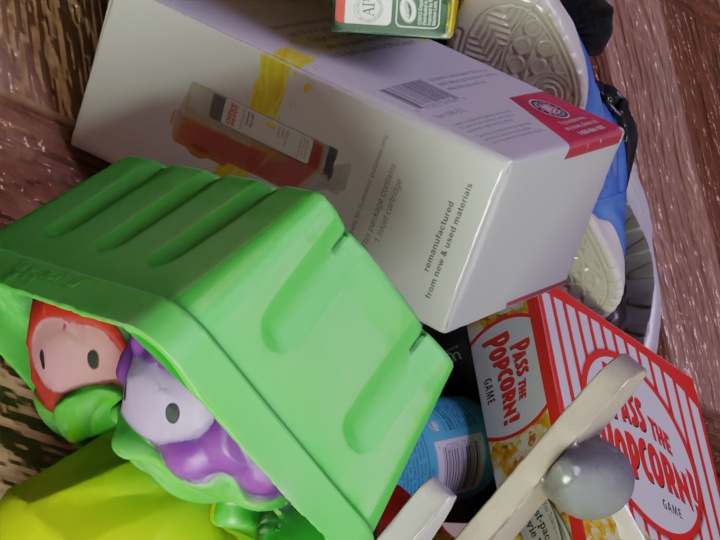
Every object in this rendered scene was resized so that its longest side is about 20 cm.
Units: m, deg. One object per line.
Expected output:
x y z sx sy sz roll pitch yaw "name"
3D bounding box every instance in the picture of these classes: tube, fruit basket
-0.008 0.094 1.196 0.200 0.050 0.078 -6 74 -55 "tube"
-0.087 0.070 0.967 0.156 0.215 0.216 52 32 -26 "fruit basket"

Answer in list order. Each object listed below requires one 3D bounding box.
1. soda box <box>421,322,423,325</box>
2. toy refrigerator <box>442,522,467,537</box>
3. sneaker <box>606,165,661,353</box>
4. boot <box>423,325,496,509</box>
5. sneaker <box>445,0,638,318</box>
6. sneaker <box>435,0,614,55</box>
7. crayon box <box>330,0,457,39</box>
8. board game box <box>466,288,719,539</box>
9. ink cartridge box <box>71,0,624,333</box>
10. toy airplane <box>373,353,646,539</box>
0.000 0.000 1.252 0.068 0.064 0.200 64 28 -6 "soda box"
0.052 0.222 1.183 0.076 0.070 0.201 9 61 -54 "toy refrigerator"
0.146 0.000 1.504 0.081 0.076 0.201 46 35 -51 "sneaker"
0.108 0.105 1.361 0.165 0.066 0.201 -9 76 -54 "boot"
0.091 -0.081 1.308 0.111 0.076 0.200 -82 155 -54 "sneaker"
0.050 -0.128 1.323 0.199 0.104 0.060 -22 62 -25 "sneaker"
0.022 -0.213 1.148 0.173 0.058 0.201 -80 174 -78 "crayon box"
0.124 0.117 1.260 0.151 0.046 0.201 31 39 -44 "board game box"
-0.005 -0.060 1.153 0.200 0.084 0.145 27 20 20 "ink cartridge box"
0.031 0.139 1.040 0.141 0.200 0.199 40 47 -6 "toy airplane"
